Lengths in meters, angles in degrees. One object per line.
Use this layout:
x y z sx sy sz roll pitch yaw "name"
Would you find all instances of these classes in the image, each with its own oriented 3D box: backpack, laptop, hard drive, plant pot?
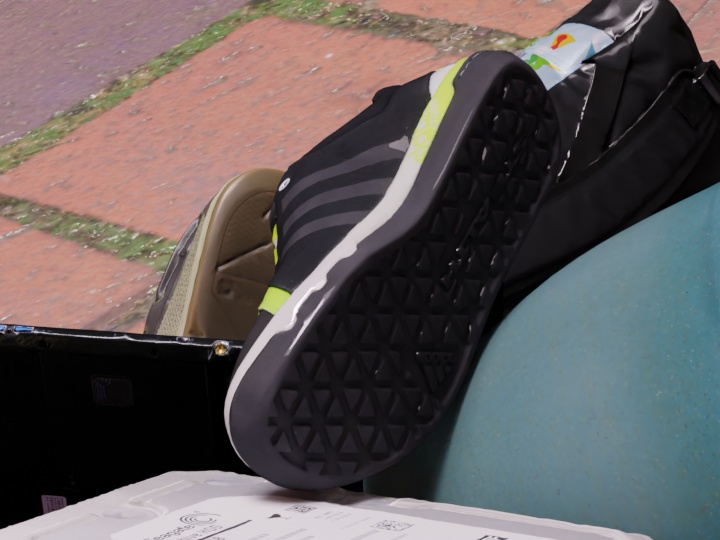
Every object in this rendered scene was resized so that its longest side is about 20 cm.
0.065 -0.006 1.086 0.153 0.164 0.200 1 38 48 "backpack"
-0.049 0.061 0.955 0.198 0.178 0.104 4 41 7 "laptop"
-0.005 0.099 0.745 0.199 0.038 0.139 5 9 29 "hard drive"
0.110 0.078 0.860 0.187 0.201 0.200 -22 23 22 "plant pot"

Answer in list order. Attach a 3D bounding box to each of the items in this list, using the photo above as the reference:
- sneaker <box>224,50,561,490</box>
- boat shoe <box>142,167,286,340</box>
0.000 0.000 0.858 0.082 0.072 0.200 -2 38 39 "sneaker"
-0.064 0.057 1.043 0.201 0.073 0.065 -69 15 -6 "boat shoe"
